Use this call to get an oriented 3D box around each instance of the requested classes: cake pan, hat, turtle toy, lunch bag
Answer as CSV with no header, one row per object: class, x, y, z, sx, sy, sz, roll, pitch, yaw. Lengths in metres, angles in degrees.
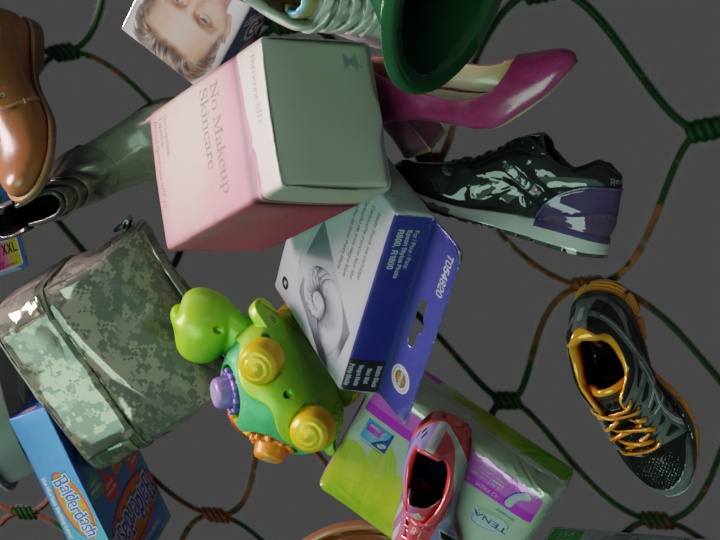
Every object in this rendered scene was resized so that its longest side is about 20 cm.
cake pan,-0.360,0.120,1.621,0.036,0.200,0.202,-14,109,-2
hat,0.010,-0.258,1.283,0.175,0.200,0.166,25,158,29
turtle toy,-0.090,0.093,1.474,0.101,0.146,0.200,-36,95,21
lunch bag,-0.224,0.068,1.546,0.167,0.139,0.201,-30,101,17

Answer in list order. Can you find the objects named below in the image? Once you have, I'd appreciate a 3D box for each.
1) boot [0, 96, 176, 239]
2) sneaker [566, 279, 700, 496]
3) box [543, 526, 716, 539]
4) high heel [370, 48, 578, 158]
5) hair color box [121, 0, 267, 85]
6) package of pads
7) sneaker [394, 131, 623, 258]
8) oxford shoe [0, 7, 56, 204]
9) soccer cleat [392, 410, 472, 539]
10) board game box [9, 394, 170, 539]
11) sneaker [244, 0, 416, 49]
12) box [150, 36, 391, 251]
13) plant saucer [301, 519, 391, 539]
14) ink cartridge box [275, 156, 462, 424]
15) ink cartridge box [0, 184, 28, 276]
boot,-0.245,-0.084,1.486,0.199,0.131,0.068,-22,105,33
sneaker,0.224,0.110,1.372,0.078,0.077,0.201,-21,103,31
box,0.253,0.345,1.457,0.175,0.097,0.201,1,112,29
high heel,0.081,-0.164,1.322,0.199,0.067,0.096,-17,115,46
hair color box,-0.117,-0.262,1.380,0.100,0.061,0.200,37,125,7
package of pads,0.074,0.194,1.493,0.199,0.068,0.155,34,123,10
sneaker,0.124,-0.079,1.350,0.199,0.076,0.088,17,101,19
oxford shoe,-0.326,-0.152,1.468,0.071,0.071,0.201,-28,61,26
soccer cleat,0.057,0.218,1.426,0.066,0.076,0.201,18,118,18
board game box,-0.267,0.202,1.619,0.045,0.152,0.201,-19,104,14
sneaker,-0.027,-0.220,1.307,0.199,0.081,0.077,19,127,-20
box,-0.080,-0.101,1.349,0.200,0.108,0.129,-24,72,53
plant saucer,0.004,0.336,1.578,0.199,0.032,0.202,0,106,0
ink cartridge box,0.000,0.000,1.385,0.200,0.040,0.201,52,139,40
ink cartridge box,-0.398,-0.100,1.560,0.136,0.076,0.201,24,127,55
